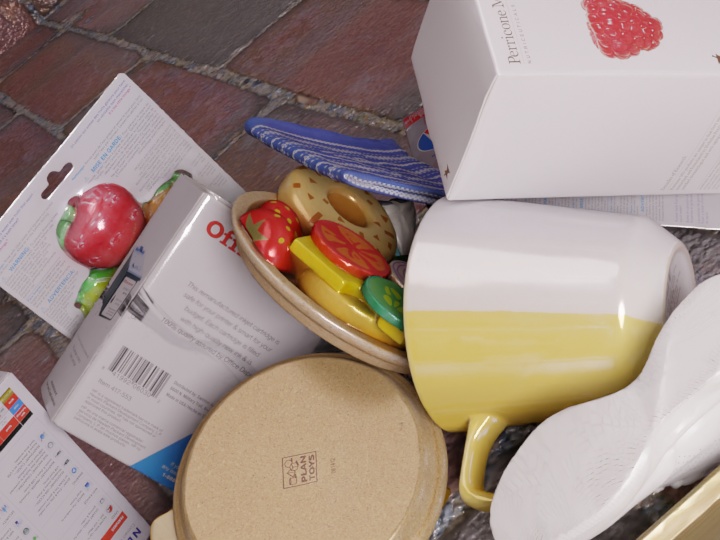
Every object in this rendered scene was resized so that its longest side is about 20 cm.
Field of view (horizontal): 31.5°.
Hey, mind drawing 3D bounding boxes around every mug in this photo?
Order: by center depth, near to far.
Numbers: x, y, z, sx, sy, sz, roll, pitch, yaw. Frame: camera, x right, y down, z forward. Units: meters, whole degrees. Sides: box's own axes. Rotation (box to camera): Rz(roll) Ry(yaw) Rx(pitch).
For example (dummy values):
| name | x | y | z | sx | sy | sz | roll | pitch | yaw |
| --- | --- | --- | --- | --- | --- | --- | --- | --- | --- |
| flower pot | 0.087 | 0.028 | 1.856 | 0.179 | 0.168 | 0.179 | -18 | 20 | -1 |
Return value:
| name | x | y | z | sx | sy | sz | roll | pitch | yaw |
| --- | --- | --- | --- | --- | --- | --- | --- | --- | --- |
| mug | 0.127 | 0.045 | 0.796 | 0.151 | 0.190 | 0.149 | -1 | 8 | 28 |

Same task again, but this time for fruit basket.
| name | x | y | z | sx | sy | sz | roll | pitch | yaw |
| --- | --- | --- | --- | --- | --- | --- | --- | --- | --- |
| fruit basket | -0.184 | -0.025 | 1.021 | 0.186 | 0.200 | 0.093 | -53 | 33 | -8 |

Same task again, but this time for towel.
| name | x | y | z | sx | sy | sz | roll | pitch | yaw |
| --- | --- | --- | --- | --- | --- | --- | --- | --- | --- |
| towel | 0.008 | -0.082 | 0.960 | 0.200 | 0.143 | 0.024 | 33 | 111 | 59 |

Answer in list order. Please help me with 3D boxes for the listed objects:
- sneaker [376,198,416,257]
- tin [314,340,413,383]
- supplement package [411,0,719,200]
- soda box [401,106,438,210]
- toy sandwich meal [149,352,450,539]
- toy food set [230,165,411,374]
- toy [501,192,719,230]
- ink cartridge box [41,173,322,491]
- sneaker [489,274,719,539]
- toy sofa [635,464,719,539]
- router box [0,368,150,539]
| name | x | y | z | sx | sy | sz | roll | pitch | yaw |
| --- | --- | --- | --- | --- | --- | --- | --- | --- | --- |
| sneaker | -0.020 | -0.001 | 1.061 | 0.076 | 0.081 | 0.199 | -5 | -9 | -32 |
| tin | -0.005 | 0.096 | 0.943 | 0.111 | 0.042 | 0.201 | -10 | 37 | 33 |
| supplement package | 0.147 | -0.128 | 0.802 | 0.197 | 0.120 | 0.123 | -3 | 58 | -15 |
| soda box | 0.088 | -0.075 | 1.063 | 0.063 | 0.070 | 0.201 | -30 | 29 | 12 |
| toy sandwich meal | -0.034 | 0.149 | 0.825 | 0.202 | 0.071 | 0.208 | -9 | 53 | 11 |
| toy food set | 0.000 | 0.000 | 0.885 | 0.049 | 0.197 | 0.199 | -55 | -15 | 18 |
| toy | 0.191 | -0.071 | 0.891 | 0.196 | 0.047 | 0.117 | 2 | 57 | 9 |
| ink cartridge box | -0.124 | 0.053 | 0.966 | 0.201 | 0.146 | 0.086 | -57 | 26 | -1 |
| sneaker | 0.163 | 0.098 | 0.697 | 0.200 | 0.088 | 0.076 | -43 | 39 | 9 |
| toy sofa | 0.163 | 0.163 | 0.616 | 0.199 | 0.098 | 0.083 | -39 | 3 | -6 |
| router box | -0.272 | 0.206 | 0.920 | 0.048 | 0.180 | 0.201 | 0 | 43 | 48 |
